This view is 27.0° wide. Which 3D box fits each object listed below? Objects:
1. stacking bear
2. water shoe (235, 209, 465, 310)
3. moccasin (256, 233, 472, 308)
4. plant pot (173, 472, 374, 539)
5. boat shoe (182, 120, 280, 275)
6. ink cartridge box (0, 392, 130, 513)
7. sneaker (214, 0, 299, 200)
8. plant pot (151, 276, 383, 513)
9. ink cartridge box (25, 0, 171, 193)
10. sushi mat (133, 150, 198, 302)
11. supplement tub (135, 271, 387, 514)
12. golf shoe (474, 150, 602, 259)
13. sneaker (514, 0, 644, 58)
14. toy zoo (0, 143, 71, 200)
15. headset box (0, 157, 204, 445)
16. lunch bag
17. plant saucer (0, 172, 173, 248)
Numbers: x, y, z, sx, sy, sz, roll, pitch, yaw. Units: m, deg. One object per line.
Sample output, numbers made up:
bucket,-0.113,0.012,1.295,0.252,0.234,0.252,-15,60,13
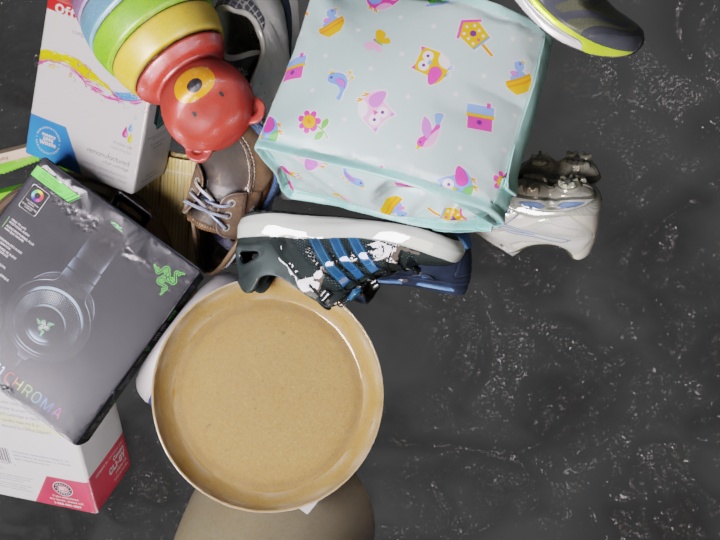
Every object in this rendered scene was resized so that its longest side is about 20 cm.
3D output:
stacking bear,-0.157,-0.183,1.204,0.121,0.114,0.201,-33,76,-7
water shoe,-0.009,-0.005,1.258,0.198,0.071,0.080,6,92,20
moccasin,0.000,0.000,1.323,0.198,0.080,0.069,0,106,25
plant pot,-0.106,0.279,1.433,0.186,0.200,0.189,9,117,19
boat shoe,-0.114,-0.062,1.302,0.072,0.072,0.201,28,148,17
ink cartridge box,-0.326,0.133,1.510,0.144,0.084,0.201,8,127,21
sneaker,-0.087,-0.149,1.292,0.076,0.081,0.201,-2,114,23
plant pot,-0.080,0.107,1.293,0.198,0.027,0.202,1,81,-4
ink cartridge box,-0.220,-0.185,1.334,0.115,0.067,0.201,20,116,13
sushi mat,-0.194,-0.024,1.437,0.095,0.012,0.201,16,119,16
supplement tub,-0.089,0.113,1.379,0.200,0.145,0.145,38,123,3
golf shoe,0.105,-0.050,1.262,0.199,0.078,0.098,10,131,25
sneaker,0.146,-0.243,1.152,0.200,0.074,0.081,42,119,-2
toy zoo,-0.310,-0.025,1.475,0.130,0.020,0.201,-9,110,33
headset box,-0.257,0.022,1.334,0.174,0.093,0.201,37,85,-1
lunch bag,0.042,-0.127,1.182,0.198,0.172,0.122,13,162,18
plant saucer,-0.270,0.008,1.395,0.198,0.029,0.202,0,86,-3
